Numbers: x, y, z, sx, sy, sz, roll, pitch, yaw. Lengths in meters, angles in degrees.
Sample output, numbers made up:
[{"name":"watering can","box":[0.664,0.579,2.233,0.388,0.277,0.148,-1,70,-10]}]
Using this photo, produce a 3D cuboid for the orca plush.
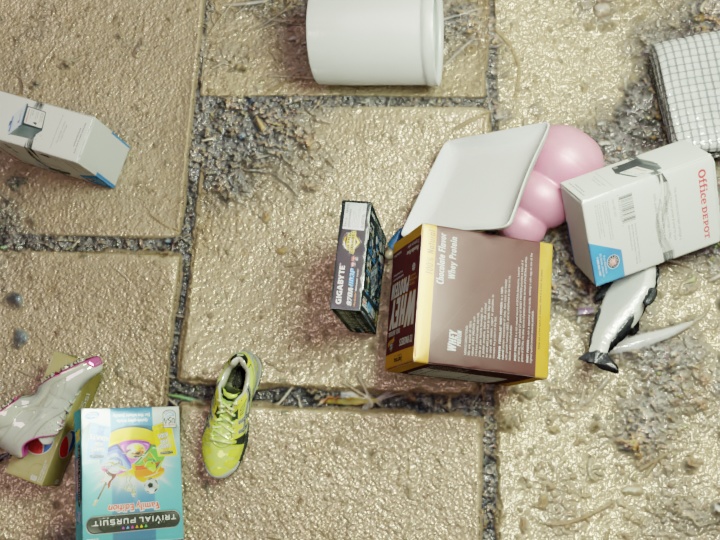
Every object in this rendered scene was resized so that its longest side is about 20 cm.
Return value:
[{"name":"orca plush","box":[0.398,0.075,1.338,0.105,0.071,0.200,-18,36,44]}]

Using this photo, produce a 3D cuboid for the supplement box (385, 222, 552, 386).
[{"name":"supplement box","box":[0.154,0.054,1.314,0.200,0.133,0.197,8,76,-14]}]

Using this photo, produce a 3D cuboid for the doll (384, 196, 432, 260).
[{"name":"doll","box":[0.106,-0.018,1.417,0.136,0.048,0.200,-5,79,6]}]

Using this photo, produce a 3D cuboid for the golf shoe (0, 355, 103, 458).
[{"name":"golf shoe","box":[-0.465,0.206,1.378,0.200,0.075,0.092,-34,92,0]}]

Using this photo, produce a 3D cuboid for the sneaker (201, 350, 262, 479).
[{"name":"sneaker","box":[-0.206,0.217,1.391,0.075,0.076,0.200,8,79,8]}]

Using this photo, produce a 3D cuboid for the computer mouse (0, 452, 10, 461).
[{"name":"computer mouse","box":[-0.638,0.303,1.462,0.200,0.034,0.059,-13,58,0]}]

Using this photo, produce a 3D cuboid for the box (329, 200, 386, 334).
[{"name":"box","box":[0.000,0.000,1.350,0.046,0.200,0.159,4,78,9]}]

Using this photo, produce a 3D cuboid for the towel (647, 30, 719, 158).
[{"name":"towel","box":[0.544,-0.265,1.398,0.165,0.086,0.200,-9,73,5]}]

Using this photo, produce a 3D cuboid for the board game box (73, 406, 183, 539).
[{"name":"board game box","box":[-0.347,0.307,1.363,0.151,0.047,0.200,3,73,-30]}]

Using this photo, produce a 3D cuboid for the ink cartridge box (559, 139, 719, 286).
[{"name":"ink cartridge box","box":[0.408,-0.085,1.325,0.200,0.084,0.145,-19,118,-3]}]

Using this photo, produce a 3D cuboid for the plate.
[{"name":"plate","box":[0.175,-0.126,1.355,0.200,0.032,0.200,-3,50,44]}]

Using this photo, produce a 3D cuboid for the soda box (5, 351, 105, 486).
[{"name":"soda box","box":[-0.478,0.233,1.434,0.068,0.064,0.200,17,80,12]}]

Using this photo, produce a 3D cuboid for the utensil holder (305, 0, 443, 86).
[{"name":"utensil holder","box":[0.027,-0.380,1.461,0.200,0.170,0.170,1,76,12]}]

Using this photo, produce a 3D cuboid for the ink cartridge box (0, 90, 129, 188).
[{"name":"ink cartridge box","box":[-0.509,-0.218,1.507,0.200,0.146,0.086,15,81,12]}]

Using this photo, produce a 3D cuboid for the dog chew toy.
[{"name":"dog chew toy","box":[0.280,-0.121,1.386,0.125,0.125,0.200,35,92,15]}]
